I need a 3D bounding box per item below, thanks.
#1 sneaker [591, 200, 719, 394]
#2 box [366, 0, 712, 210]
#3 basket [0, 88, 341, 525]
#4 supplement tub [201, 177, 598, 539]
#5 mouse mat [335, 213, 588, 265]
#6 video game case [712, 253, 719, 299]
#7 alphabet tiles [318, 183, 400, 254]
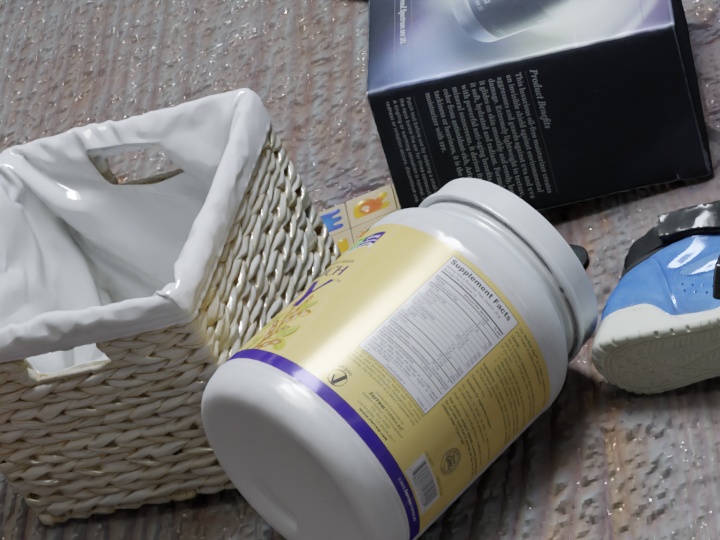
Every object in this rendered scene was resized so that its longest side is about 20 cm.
[{"bbox_3d":[0.231,0.005,1.547,0.199,0.077,0.111,-10,44,33],"label":"sneaker"},{"bbox_3d":[0.112,-0.140,1.780,0.198,0.124,0.200,-12,34,8],"label":"box"},{"bbox_3d":[-0.134,0.022,1.672,0.198,0.161,0.200,-12,38,25],"label":"basket"},{"bbox_3d":[0.025,0.056,1.550,0.145,0.146,0.200,16,51,46],"label":"supplement tub"},{"bbox_3d":[0.027,0.025,1.723,0.200,0.008,0.161,11,47,41],"label":"mouse mat"},{"bbox_3d":[0.300,-0.024,1.500,0.180,0.026,0.200,8,27,16],"label":"video game case"},{"bbox_3d":[0.000,0.000,1.763,0.199,0.006,0.167,-22,33,6],"label":"alphabet tiles"}]
